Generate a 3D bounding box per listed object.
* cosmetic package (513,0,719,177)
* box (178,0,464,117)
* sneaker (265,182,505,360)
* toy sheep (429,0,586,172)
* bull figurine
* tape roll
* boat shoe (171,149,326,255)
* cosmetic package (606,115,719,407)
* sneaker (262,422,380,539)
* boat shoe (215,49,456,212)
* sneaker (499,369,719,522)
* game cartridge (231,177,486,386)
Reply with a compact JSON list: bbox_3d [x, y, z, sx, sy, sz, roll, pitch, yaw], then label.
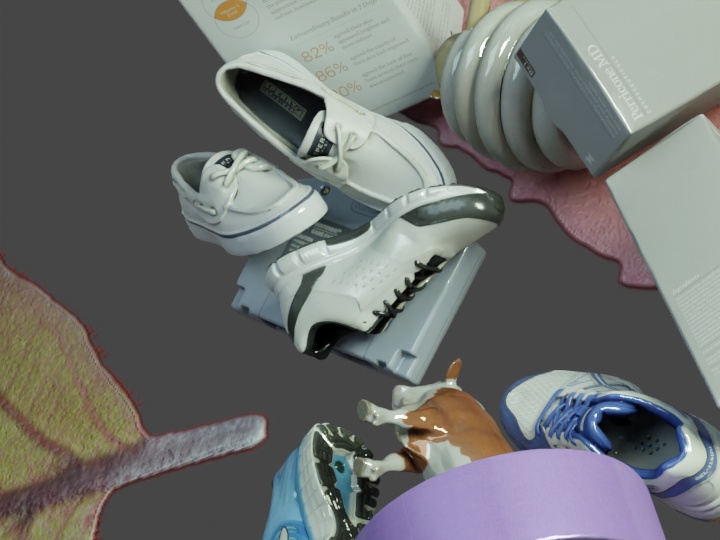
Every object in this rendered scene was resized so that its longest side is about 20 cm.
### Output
[{"bbox_3d":[0.215,-0.161,1.397,0.199,0.090,0.107,-32,81,-23],"label":"cosmetic package"},{"bbox_3d":[-0.035,-0.216,1.603,0.152,0.200,0.107,-21,34,25],"label":"box"},{"bbox_3d":[0.024,0.002,1.500,0.199,0.074,0.080,-28,62,28],"label":"sneaker"},{"bbox_3d":[0.131,-0.135,1.494,0.199,0.138,0.138,20,78,45],"label":"toy sheep"},{"bbox_3d":[0.062,0.134,1.405,0.200,0.121,0.065,49,129,39],"label":"bull figurine"},{"bbox_3d":[0.093,0.194,1.284,0.199,0.200,0.066,-30,51,20],"label":"tape roll"},{"bbox_3d":[-0.092,-0.061,1.587,0.072,0.066,0.200,-34,19,-15],"label":"boat shoe"},{"bbox_3d":[0.245,0.011,1.330,0.090,0.107,0.201,-33,51,19],"label":"cosmetic package"},{"bbox_3d":[-0.028,0.214,1.469,0.090,0.078,0.201,-37,42,39],"label":"sneaker"},{"bbox_3d":[-0.021,-0.100,1.534,0.200,0.066,0.072,39,112,14],"label":"boat shoe"},{"bbox_3d":[0.162,0.099,1.364,0.199,0.088,0.076,15,76,43],"label":"sneaker"},{"bbox_3d":[0.000,0.000,1.581,0.199,0.042,0.134,21,74,42],"label":"game cartridge"}]
